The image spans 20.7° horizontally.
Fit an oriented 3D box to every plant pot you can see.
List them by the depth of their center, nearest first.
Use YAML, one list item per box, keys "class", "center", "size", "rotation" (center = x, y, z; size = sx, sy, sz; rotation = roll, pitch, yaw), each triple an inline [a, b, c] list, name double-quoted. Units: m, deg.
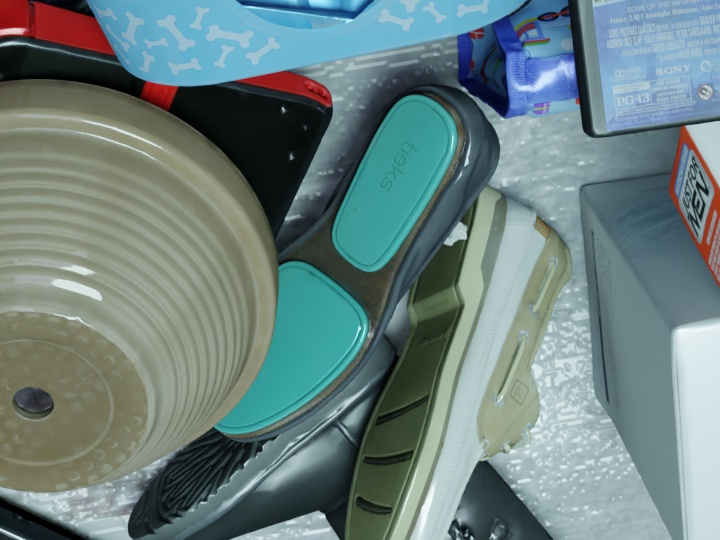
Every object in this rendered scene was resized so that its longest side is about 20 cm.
- class: "plant pot"
  center: [-0.135, 0.027, 0.842]
  size: [0.199, 0.093, 0.202]
  rotation: [-1, 125, -1]

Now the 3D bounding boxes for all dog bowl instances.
- class: "dog bowl"
  center: [-0.018, -0.127, 0.801]
  size: [0.198, 0.112, 0.050]
  rotation: [-11, 123, 1]

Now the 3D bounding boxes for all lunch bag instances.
- class: "lunch bag"
  center: [0.123, -0.106, 0.839]
  size: [0.149, 0.200, 0.095]
  rotation: [-9, 111, -2]

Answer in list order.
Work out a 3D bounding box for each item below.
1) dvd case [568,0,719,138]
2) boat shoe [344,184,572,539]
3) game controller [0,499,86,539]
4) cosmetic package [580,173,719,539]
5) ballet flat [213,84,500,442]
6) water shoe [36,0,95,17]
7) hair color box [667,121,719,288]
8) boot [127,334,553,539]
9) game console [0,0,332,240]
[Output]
- class: "dvd case"
  center: [0.139, -0.158, 0.724]
  size: [0.141, 0.018, 0.202]
  rotation: [-8, 98, -6]
- class: "boat shoe"
  center: [0.051, 0.060, 0.924]
  size: [0.068, 0.075, 0.202]
  rotation: [24, 75, -22]
- class: "game controller"
  center: [-0.158, 0.183, 1.010]
  size: [0.199, 0.042, 0.105]
  rotation: [28, 119, -14]
- class: "cosmetic package"
  center: [0.218, 0.030, 0.898]
  size: [0.197, 0.200, 0.124]
  rotation: [-8, 111, -3]
- class: "ballet flat"
  center: [0.000, 0.000, 0.921]
  size: [0.073, 0.073, 0.201]
  rotation: [30, 110, -15]
- class: "water shoe"
  center: [-0.102, -0.136, 0.872]
  size: [0.198, 0.079, 0.072]
  rotation: [-16, 111, 0]
- class: "hair color box"
  center: [0.211, 0.018, 0.749]
  size: [0.110, 0.201, 0.064]
  rotation: [-20, 155, -8]
- class: "boot"
  center: [0.005, 0.148, 0.995]
  size: [0.164, 0.066, 0.200]
  rotation: [-37, 113, 6]
- class: "game console"
  center: [-0.126, -0.024, 0.900]
  size: [0.175, 0.031, 0.201]
  rotation: [10, 127, -24]
